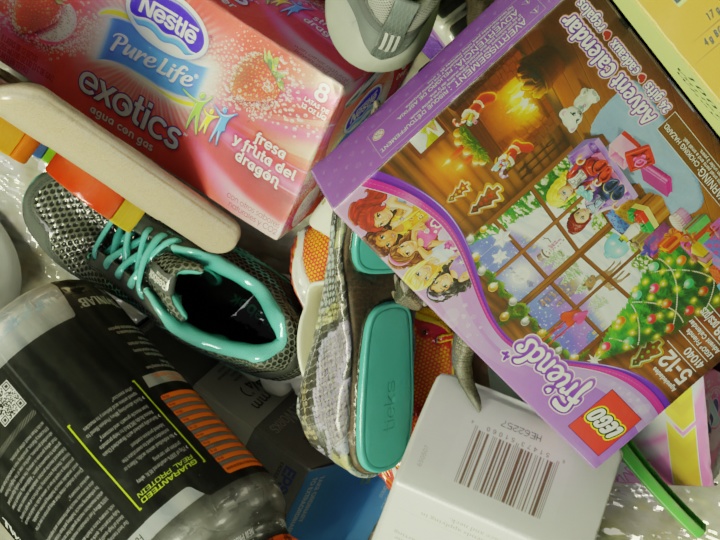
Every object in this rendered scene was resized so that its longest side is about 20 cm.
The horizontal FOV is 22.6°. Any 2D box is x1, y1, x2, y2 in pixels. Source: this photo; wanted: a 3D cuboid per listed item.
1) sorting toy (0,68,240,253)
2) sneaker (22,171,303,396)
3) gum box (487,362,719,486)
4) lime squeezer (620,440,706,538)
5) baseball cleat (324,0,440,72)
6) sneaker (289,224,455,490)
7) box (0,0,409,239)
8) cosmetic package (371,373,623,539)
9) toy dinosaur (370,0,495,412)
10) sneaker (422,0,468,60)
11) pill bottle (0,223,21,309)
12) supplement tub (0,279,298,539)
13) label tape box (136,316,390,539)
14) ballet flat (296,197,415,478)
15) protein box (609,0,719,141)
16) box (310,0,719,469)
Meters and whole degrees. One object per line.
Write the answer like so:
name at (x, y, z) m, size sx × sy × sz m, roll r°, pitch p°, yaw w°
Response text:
sorting toy at (-0.175, -0.078, 0.916) m, size 0.199 × 0.185 × 0.037 m, roll 32°, pitch 87°, yaw 38°
sneaker at (-0.102, -0.003, 0.979) m, size 0.199 × 0.091 × 0.078 m, roll 28°, pitch 90°, yaw 9°
gum box at (0.122, 0.012, 0.898) m, size 0.112 × 0.066 × 0.202 m, roll 1°, pitch 111°, yaw 27°
lime squeezer at (0.118, 0.037, 0.856) m, size 0.070 × 0.038 × 0.202 m, roll -11°, pitch 108°, yaw -3°
baseball cleat at (0.028, -0.189, 0.795) m, size 0.069 × 0.202 × 0.106 m, roll 8°, pitch 158°, yaw -16°
sneaker at (0.032, 0.058, 0.962) m, size 0.077 × 0.073 × 0.201 m, roll -22°, pitch 103°, yaw 22°
box at (-0.084, -0.119, 0.924) m, size 0.199 × 0.103 × 0.095 m, roll 33°, pitch 121°, yaw 11°
cosmetic package at (0.053, 0.148, 0.909) m, size 0.101 × 0.074 × 0.201 m, roll 24°, pitch 143°, yaw 4°
toy dinosaur at (0.062, -0.034, 0.807) m, size 0.101 × 0.077 × 0.203 m, roll -9°, pitch 95°, yaw -9°
sneaker at (0.012, -0.155, 0.890) m, size 0.200 × 0.080 × 0.084 m, roll 48°, pitch 141°, yaw 8°
pill bottle at (-0.300, 0.043, 1.091) m, size 0.116 × 0.116 × 0.200 m, roll 46°, pitch 123°, yaw 1°
supplement tub at (-0.123, 0.112, 0.938) m, size 0.200 × 0.122 × 0.123 m, roll 46°, pitch 124°, yaw 18°
label tape box at (-0.067, 0.133, 1.046) m, size 0.199 × 0.063 × 0.145 m, roll 33°, pitch 122°, yaw 11°
ballet flat at (0.000, 0.000, 0.899) m, size 0.071 × 0.072 × 0.203 m, roll 13°, pitch 103°, yaw 20°
protein box at (0.158, -0.143, 0.713) m, size 0.135 × 0.200 × 0.199 m, roll -40°, pitch 91°, yaw 9°
box at (0.092, -0.020, 0.767) m, size 0.137 × 0.039 × 0.200 m, roll -42°, pitch 124°, yaw 8°
